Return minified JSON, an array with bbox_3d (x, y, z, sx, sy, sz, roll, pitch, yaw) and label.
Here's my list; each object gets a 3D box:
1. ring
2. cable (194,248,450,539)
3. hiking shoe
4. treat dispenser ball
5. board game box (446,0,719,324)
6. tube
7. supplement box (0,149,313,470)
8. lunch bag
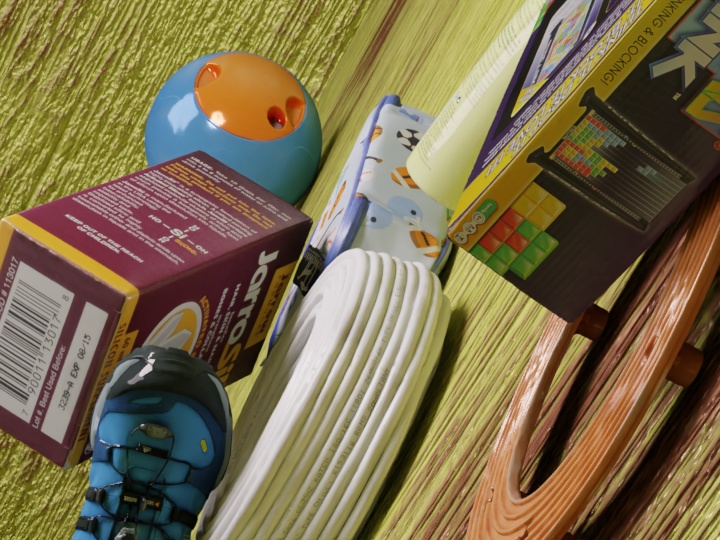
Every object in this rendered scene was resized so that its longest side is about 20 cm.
[{"bbox_3d":[0.089,0.023,0.852,0.201,0.019,0.200,-62,6,11],"label":"ring"},{"bbox_3d":[-0.020,0.081,1.298,0.200,0.069,0.200,-65,6,-25],"label":"cable"},{"bbox_3d":[-0.110,0.130,1.270,0.087,0.074,0.201,-89,12,-54],"label":"hiking shoe"},{"bbox_3d":[-0.142,-0.146,2.818,0.201,0.200,0.201,-61,6,10],"label":"treat dispenser ball"},{"bbox_3d":[0.121,-0.100,0.818,0.200,0.057,0.166,-49,11,38],"label":"board game box"},{"bbox_3d":[0.097,-0.120,1.341,0.200,0.052,0.058,-56,49,23],"label":"tube"},{"bbox_3d":[-0.122,0.017,1.360,0.200,0.085,0.111,-26,-38,-60],"label":"supplement box"},{"bbox_3d":[0.000,0.000,1.497,0.161,0.075,0.200,-61,4,35],"label":"lunch bag"}]
